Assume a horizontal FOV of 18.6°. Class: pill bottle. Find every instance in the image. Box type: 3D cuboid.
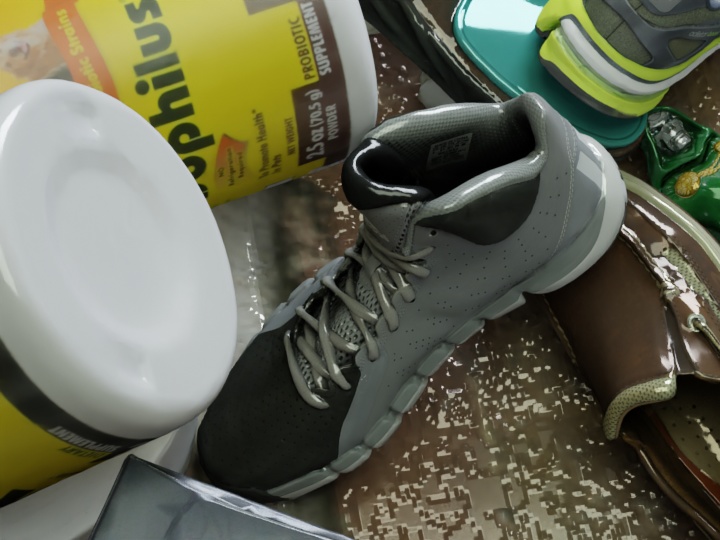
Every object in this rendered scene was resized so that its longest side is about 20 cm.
[{"bbox_3d":[-0.147,0.029,0.700,0.200,0.114,0.115,-25,62,30],"label":"pill bottle"},{"bbox_3d":[-0.102,-0.063,0.795,0.199,0.109,0.110,-20,68,-12],"label":"pill bottle"}]

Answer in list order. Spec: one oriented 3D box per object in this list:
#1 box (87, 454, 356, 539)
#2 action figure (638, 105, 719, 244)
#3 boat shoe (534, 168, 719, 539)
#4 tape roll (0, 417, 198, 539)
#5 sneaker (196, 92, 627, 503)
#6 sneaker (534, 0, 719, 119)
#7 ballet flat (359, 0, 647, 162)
[{"bbox_3d":[-0.051,0.162,0.723,0.106,0.200,0.123,20,66,5],"label":"box"},{"bbox_3d":[0.185,0.001,0.900,0.118,0.055,0.200,-42,71,-17],"label":"action figure"},{"bbox_3d":[0.120,0.038,0.850,0.202,0.075,0.075,49,34,17],"label":"boat shoe"},{"bbox_3d":[-0.159,0.034,0.845,0.201,0.071,0.203,2,65,-3],"label":"tape roll"},{"bbox_3d":[0.000,0.000,0.820,0.200,0.115,0.075,-41,60,4],"label":"sneaker"},{"bbox_3d":[0.152,-0.133,0.915,0.074,0.081,0.200,45,44,-1],"label":"sneaker"},{"bbox_3d":[0.032,-0.111,0.921,0.200,0.068,0.068,42,58,-3],"label":"ballet flat"}]
